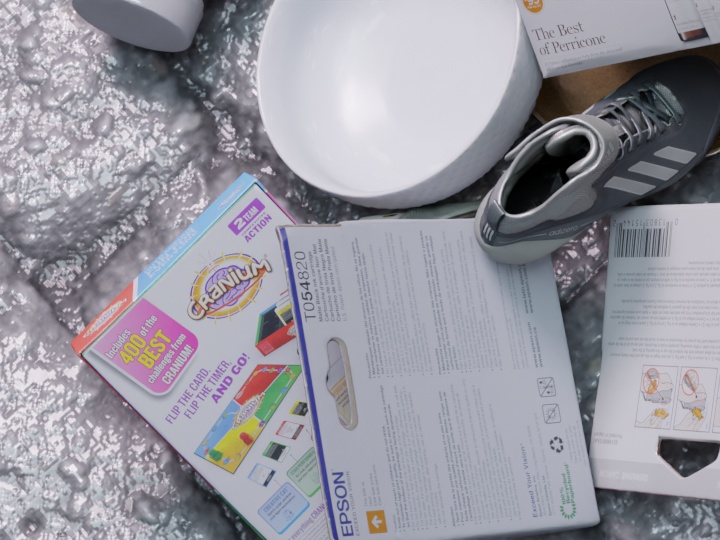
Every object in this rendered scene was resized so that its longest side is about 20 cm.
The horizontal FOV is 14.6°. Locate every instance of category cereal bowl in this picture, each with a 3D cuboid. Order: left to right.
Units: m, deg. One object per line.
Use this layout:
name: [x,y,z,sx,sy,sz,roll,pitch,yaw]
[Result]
cereal bowl: [0.036,-0.131,1.789,0.200,0.083,0.200,-10,72,32]

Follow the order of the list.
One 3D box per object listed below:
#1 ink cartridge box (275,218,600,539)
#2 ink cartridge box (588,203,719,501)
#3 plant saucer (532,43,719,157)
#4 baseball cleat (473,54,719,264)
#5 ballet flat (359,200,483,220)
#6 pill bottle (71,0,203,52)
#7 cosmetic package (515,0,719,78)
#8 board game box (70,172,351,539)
ink cartridge box: [0.040,0.067,1.687,0.200,0.041,0.200,-1,76,-34]
ink cartridge box: [0.215,0.049,1.668,0.045,0.200,0.176,8,86,-31]
plant saucer: [0.191,-0.155,1.812,0.200,0.035,0.200,-3,71,8]
baseball cleat: [0.156,-0.075,1.697,0.200,0.106,0.070,-40,78,-19]
ballet flat: [0.000,0.000,1.778,0.200,0.067,0.064,-34,59,-4]
pill bottle: [-0.117,-0.251,1.857,0.113,0.113,0.200,16,75,14]
cosmetic package: [0.186,-0.174,1.657,0.200,0.051,0.083,-10,108,38]
board game box: [-0.053,0.064,1.717,0.153,0.040,0.200,-44,105,-4]
